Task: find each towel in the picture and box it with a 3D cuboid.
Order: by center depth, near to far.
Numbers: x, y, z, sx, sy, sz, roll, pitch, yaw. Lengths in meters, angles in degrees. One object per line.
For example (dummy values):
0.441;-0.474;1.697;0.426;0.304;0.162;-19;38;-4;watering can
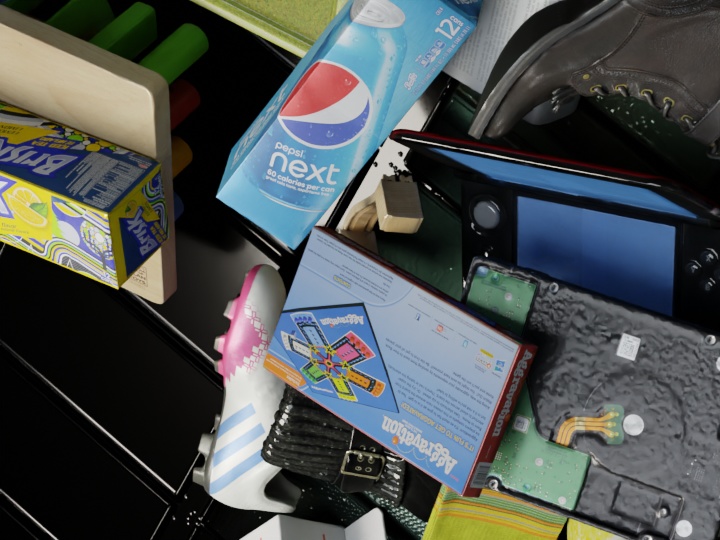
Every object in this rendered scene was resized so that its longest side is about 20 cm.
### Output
0.085;0.185;1.692;0.086;0.018;0.200;14;144;-2;towel

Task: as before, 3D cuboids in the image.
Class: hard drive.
0.145;0.085;1.559;0.200;0.038;0.140;18;96;18;hard drive

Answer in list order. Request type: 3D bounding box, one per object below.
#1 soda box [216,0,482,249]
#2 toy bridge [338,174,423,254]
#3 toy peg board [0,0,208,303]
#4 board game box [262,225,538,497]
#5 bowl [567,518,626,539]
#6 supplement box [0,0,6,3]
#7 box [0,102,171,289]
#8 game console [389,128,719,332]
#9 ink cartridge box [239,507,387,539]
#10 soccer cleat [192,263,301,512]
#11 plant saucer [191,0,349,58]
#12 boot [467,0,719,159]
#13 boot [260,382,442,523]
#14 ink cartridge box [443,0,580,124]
-0.007;-0.112;1.560;0.064;0.068;0.200;33;119;-11;soda box
0.000;0.000;1.697;0.200;0.027;0.067;112;155;-50;toy bridge
-0.194;-0.111;1.773;0.200;0.098;0.199;25;139;23;toy peg board
0.021;0.055;1.590;0.200;0.019;0.103;31;103;42;board game box
0.209;0.191;1.619;0.200;0.108;0.200;14;119;27;bowl
-0.275;-0.316;1.688;0.200;0.134;0.200;28;124;20;supplement box
-0.230;-0.061;1.720;0.200;0.064;0.070;22;137;26;box
0.129;-0.011;1.572;0.200;0.119;0.172;13;118;29;game console
-0.063;0.254;1.822;0.200;0.067;0.116;-37;50;39;ink cartridge box
-0.061;0.086;1.785;0.086;0.070;0.200;17;123;8;soccer cleat
-0.045;-0.225;1.611;0.200;0.048;0.200;29;126;32;plant saucer
0.181;-0.103;1.494;0.174;0.069;0.200;40;117;-12;boot
0.028;0.087;1.674;0.158;0.079;0.211;27;131;-1;boot
0.068;-0.207;1.577;0.200;0.057;0.163;36;128;33;ink cartridge box
